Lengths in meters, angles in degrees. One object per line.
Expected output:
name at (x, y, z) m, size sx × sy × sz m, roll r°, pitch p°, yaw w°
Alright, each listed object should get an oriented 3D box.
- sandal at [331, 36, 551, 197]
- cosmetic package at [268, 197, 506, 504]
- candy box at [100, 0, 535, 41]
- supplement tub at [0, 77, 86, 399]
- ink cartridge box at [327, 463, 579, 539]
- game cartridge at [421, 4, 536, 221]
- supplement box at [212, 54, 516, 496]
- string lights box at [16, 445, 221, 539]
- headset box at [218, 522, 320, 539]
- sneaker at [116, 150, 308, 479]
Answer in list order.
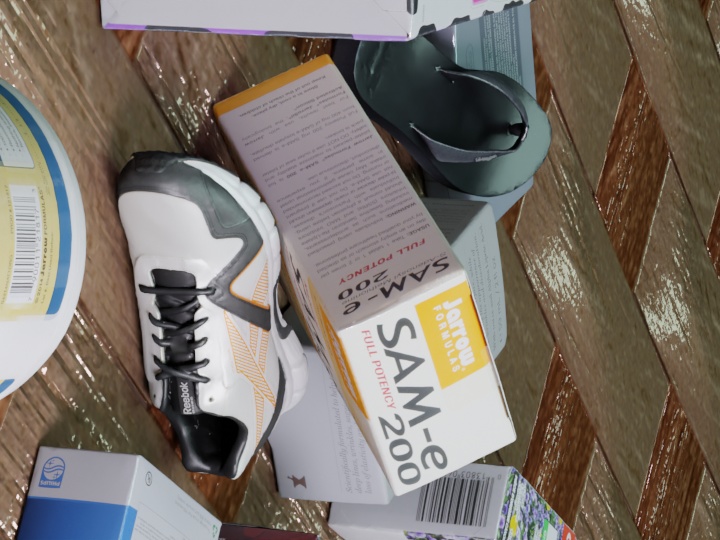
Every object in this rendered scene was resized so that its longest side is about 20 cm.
sandal at (0.055, -0.092, 1.750) m, size 0.200 × 0.043 × 0.077 m, roll 23°, pitch 81°, yaw -51°
cosmetic package at (0.016, 0.043, 1.699) m, size 0.200 × 0.074 × 0.102 m, roll -52°, pitch 139°, yaw -55°
candy box at (-0.012, -0.164, 1.483) m, size 0.200 × 0.167 × 0.072 m, roll -25°, pitch 117°, yaw -63°
supplement tub at (-0.205, -0.013, 1.085) m, size 0.200 × 0.144 × 0.146 m, roll 1°, pitch 93°, yaw -67°
ink cartridge box at (0.067, 0.167, 1.788) m, size 0.200 × 0.108 × 0.051 m, roll 48°, pitch 50°, yaw -59°
game cartridge at (0.071, -0.131, 1.848) m, size 0.133 × 0.040 × 0.201 m, roll -47°, pitch 135°, yaw -61°
supplement box at (0.000, 0.000, 1.523) m, size 0.200 × 0.073 × 0.126 m, roll -121°, pitch -171°, yaw -48°
string lights box at (-0.130, 0.196, 1.398) m, size 0.103 × 0.059 × 0.201 m, roll 49°, pitch 49°, yaw -58°
headset box at (-0.061, 0.241, 1.545) m, size 0.149 × 0.077 × 0.201 m, roll 71°, pitch 33°, yaw -41°
sneaker at (-0.077, 0.025, 1.480) m, size 0.080 × 0.073 × 0.201 m, roll -62°, pitch 146°, yaw -37°
